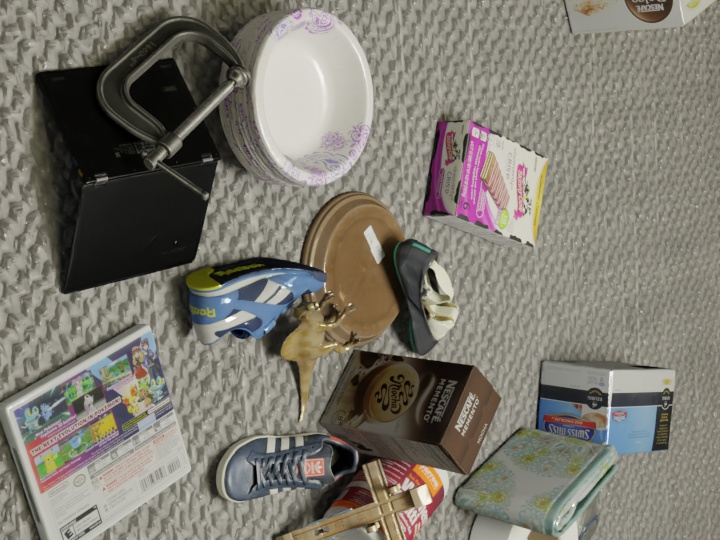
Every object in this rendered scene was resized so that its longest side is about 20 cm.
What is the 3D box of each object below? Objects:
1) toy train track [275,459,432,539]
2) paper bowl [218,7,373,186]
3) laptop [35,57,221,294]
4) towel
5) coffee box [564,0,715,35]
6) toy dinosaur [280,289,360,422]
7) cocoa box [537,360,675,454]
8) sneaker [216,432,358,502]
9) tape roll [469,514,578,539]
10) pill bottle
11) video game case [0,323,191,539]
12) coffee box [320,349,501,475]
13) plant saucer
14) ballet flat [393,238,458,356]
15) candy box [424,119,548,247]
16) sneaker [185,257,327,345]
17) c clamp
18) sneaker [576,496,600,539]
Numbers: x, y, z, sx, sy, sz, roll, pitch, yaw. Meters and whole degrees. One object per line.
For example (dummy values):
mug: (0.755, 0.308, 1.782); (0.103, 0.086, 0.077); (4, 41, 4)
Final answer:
toy train track: (-0.010, 0.304, 1.657); (0.033, 0.198, 0.116); (15, 55, -81)
paper bowl: (-0.085, -0.199, 1.582); (0.199, 0.104, 0.204); (-6, 98, -48)
laptop: (-0.257, -0.106, 1.465); (0.186, 0.116, 0.202); (-16, 77, -47)
towel: (0.258, 0.302, 1.965); (0.199, 0.170, 0.049); (-35, 121, -42)
coffee box: (0.432, -0.490, 2.076); (0.200, 0.198, 0.200); (-39, 121, -40)
toy dinosaur: (-0.056, 0.086, 1.663); (0.100, 0.058, 0.201); (-27, 142, -27)
cocoa box: (0.384, 0.213, 2.129); (0.199, 0.132, 0.133); (4, 90, -49)
sneaker: (-0.082, 0.234, 1.636); (0.199, 0.084, 0.076); (-11, 101, -47)
tape roll: (0.243, 0.418, 2.033); (0.201, 0.070, 0.205); (-6, 98, -48)
pill bottle: (0.047, 0.287, 1.769); (0.200, 0.109, 0.110); (-47, 126, -35)
video game case: (-0.279, 0.181, 1.455); (0.199, 0.023, 0.184); (-31, 116, -42)
coffee box: (0.062, 0.174, 1.709); (0.080, 0.198, 0.114); (48, 59, -39)
plant saucer: (0.000, 0.000, 1.754); (0.199, 0.029, 0.203); (-4, 95, -48)
ballet flat: (0.092, 0.043, 1.795); (0.073, 0.072, 0.201); (-50, 143, -34)
candy box: (0.180, -0.119, 1.924); (0.199, 0.061, 0.138); (17, 80, -49)
sneaker: (-0.122, 0.033, 1.589); (0.199, 0.073, 0.083); (-11, 107, -43)
c clamp: (-0.185, -0.181, 1.439); (0.201, 0.170, 0.027); (-57, 176, -34)
sneaker: (0.327, 0.363, 2.126); (0.074, 0.087, 0.202); (-24, 129, -47)
